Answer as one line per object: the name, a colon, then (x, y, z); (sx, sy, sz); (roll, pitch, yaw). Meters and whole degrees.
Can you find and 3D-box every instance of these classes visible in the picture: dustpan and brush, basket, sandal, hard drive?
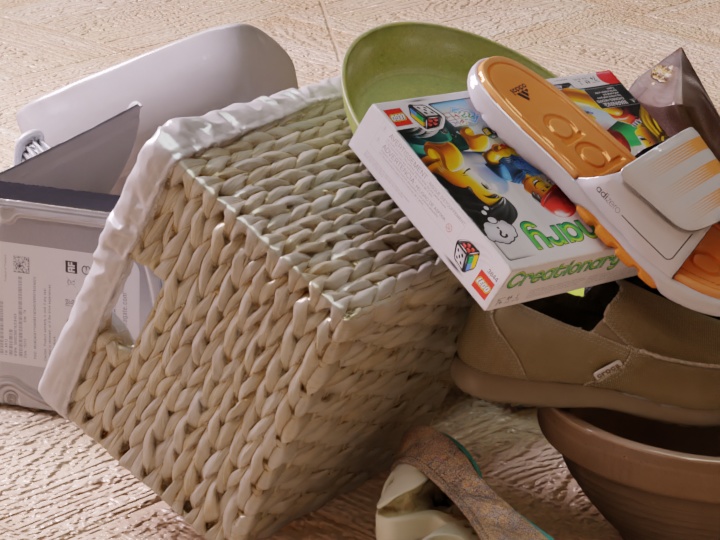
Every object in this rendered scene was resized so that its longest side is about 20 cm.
dustpan and brush: (-0.225, -0.045, 1.691); (0.139, 0.200, 0.057); (-29, 64, -26)
basket: (-0.043, 0.022, 1.393); (0.161, 0.199, 0.200); (41, 34, 21)
sandal: (0.144, -0.057, 1.297); (0.207, 0.059, 0.079); (41, 37, 11)
hard drive: (-0.206, 0.017, 1.530); (0.199, 0.140, 0.038); (8, 21, 15)

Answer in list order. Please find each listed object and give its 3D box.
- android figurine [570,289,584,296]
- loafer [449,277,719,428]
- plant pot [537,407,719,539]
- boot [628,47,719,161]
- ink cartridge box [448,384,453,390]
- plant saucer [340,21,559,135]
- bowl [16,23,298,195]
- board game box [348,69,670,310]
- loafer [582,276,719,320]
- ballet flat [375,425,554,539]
android figurine: (0.202, 0.020, 1.557); (0.199, 0.041, 0.183); (-4, 62, -3)
loafer: (0.149, 0.040, 1.333); (0.199, 0.068, 0.076); (1, 20, -1)
plant pot: (0.197, 0.108, 1.384); (0.200, 0.093, 0.201); (2, 19, -1)
boot: (0.250, -0.047, 1.651); (0.064, 0.201, 0.186); (-27, 17, -3)
ink cartridge box: (0.000, 0.000, 1.604); (0.199, 0.075, 0.165); (17, 52, 37)
plant saucer: (0.073, -0.065, 1.397); (0.199, 0.031, 0.200); (21, 35, -15)
bowl: (-0.142, -0.103, 1.837); (0.199, 0.075, 0.200); (-20, -11, 8)
board game box: (0.104, -0.047, 1.337); (0.199, 0.035, 0.126); (-12, 54, -44)
loafer: (0.224, 0.024, 1.397); (0.200, 0.068, 0.070); (11, 39, 21)
ballet flat: (0.048, 0.140, 1.328); (0.067, 0.068, 0.200); (-15, 23, -21)
